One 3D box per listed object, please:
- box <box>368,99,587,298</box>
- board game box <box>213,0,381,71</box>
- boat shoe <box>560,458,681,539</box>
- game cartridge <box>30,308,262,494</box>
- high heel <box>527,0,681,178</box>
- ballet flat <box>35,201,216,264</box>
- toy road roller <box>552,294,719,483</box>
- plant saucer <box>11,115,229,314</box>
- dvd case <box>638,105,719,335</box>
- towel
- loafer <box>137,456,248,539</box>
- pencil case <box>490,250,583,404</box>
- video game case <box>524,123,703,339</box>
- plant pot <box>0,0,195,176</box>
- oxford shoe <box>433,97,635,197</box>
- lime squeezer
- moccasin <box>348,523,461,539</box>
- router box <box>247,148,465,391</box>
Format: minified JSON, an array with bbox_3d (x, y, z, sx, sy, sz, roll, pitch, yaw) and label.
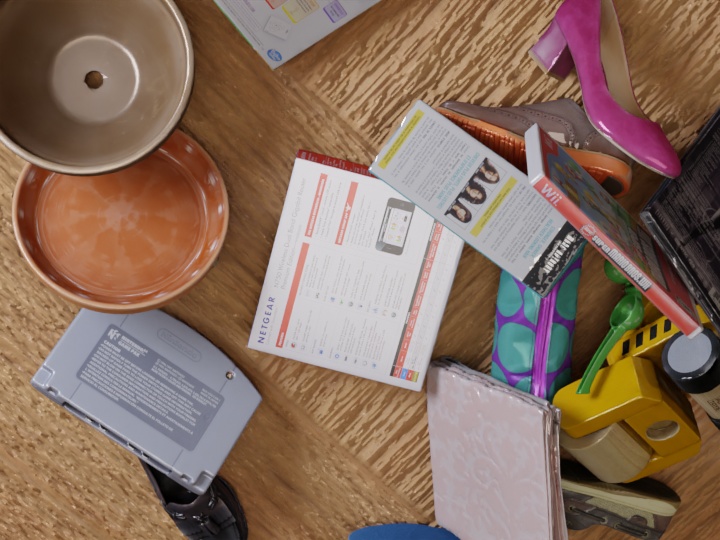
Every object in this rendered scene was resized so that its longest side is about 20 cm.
[{"bbox_3d":[0.112,-0.065,1.282,0.200,0.049,0.082,37,96,8],"label":"box"},{"bbox_3d":[-0.037,-0.284,1.250,0.200,0.040,0.153,-31,143,9],"label":"board game box"},{"bbox_3d":[0.224,0.234,1.423,0.201,0.072,0.066,12,101,-7],"label":"boat shoe"},{"bbox_3d":[-0.203,0.112,1.375,0.200,0.040,0.133,35,68,-6],"label":"game cartridge"},{"bbox_3d":[0.242,-0.174,1.268,0.067,0.200,0.096,15,122,-50],"label":"high heel"},{"bbox_3d":[-0.238,-0.026,1.357,0.200,0.074,0.074,12,106,-2],"label":"ballet flat"},{"bbox_3d":[0.280,0.099,1.347,0.200,0.146,0.123,-30,132,21],"label":"toy road roller"},{"bbox_3d":[-0.224,-0.053,1.318,0.200,0.032,0.200,3,68,-8],"label":"plant saucer"},{"bbox_3d":[0.341,-0.049,1.295,0.016,0.200,0.149,-22,110,49],"label":"dvd case"},{"bbox_3d":[0.132,0.194,1.359,0.032,0.200,0.191,-13,107,-28],"label":"towel"},{"bbox_3d":[-0.184,0.219,1.428,0.072,0.063,0.200,-29,104,9],"label":"loafer"},{"bbox_3d":[0.171,0.053,1.362,0.085,0.092,0.200,1,107,-3],"label":"pencil case"},{"bbox_3d":[0.220,-0.037,1.232,0.200,0.143,0.017,42,110,-12],"label":"video game case"},{"bbox_3d":[-0.250,-0.181,1.285,0.201,0.093,0.201,0,86,-3],"label":"plant pot"},{"bbox_3d":[0.165,-0.130,1.333,0.200,0.071,0.073,18,68,5],"label":"oxford shoe"},{"bbox_3d":[0.230,0.015,1.310,0.071,0.038,0.200,0,85,-7],"label":"lime squeezer"},{"bbox_3d":[0.084,0.310,1.443,0.200,0.080,0.068,7,110,0],"label":"moccasin"},{"bbox_3d":[0.000,0.000,1.370,0.179,0.049,0.200,15,106,-3],"label":"router box"}]
